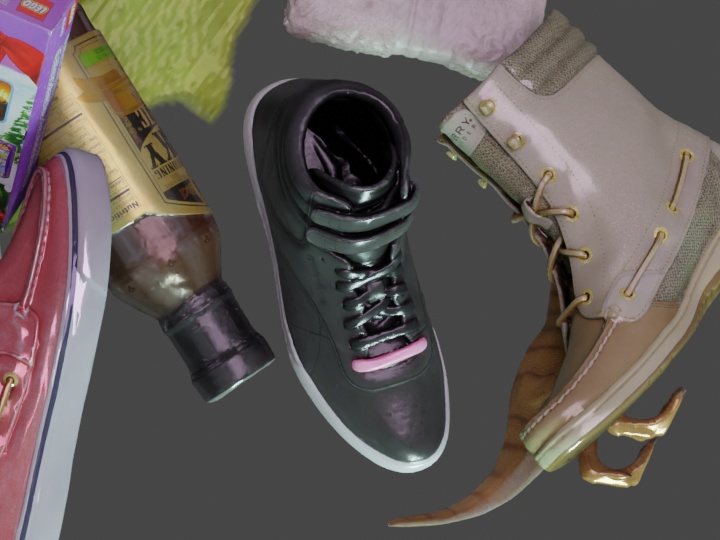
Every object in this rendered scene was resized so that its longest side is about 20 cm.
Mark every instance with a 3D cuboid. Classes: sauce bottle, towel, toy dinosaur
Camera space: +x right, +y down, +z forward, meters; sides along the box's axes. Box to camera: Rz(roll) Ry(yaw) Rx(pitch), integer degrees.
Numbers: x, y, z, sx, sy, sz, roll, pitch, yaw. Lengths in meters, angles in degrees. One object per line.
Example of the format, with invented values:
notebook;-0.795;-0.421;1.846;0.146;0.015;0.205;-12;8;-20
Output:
sauce bottle;-0.110;-0.031;1.314;0.065;0.065;0.201;-32;93;-13
towel;0.038;-0.200;1.376;0.132;0.034;0.201;11;83;-9
toy dinosaur;0.095;0.071;1.352;0.106;0.060;0.201;25;65;2

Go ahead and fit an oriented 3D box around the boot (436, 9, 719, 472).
boot;0.094;-0.017;1.305;0.154;0.072;0.200;40;60;-3

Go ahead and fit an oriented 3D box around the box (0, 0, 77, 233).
box;-0.233;-0.111;1.245;0.199;0.137;0.039;24;47;1

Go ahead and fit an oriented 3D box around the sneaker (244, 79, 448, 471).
sneaker;0.000;0.000;1.306;0.070;0.099;0.201;-18;89;-15

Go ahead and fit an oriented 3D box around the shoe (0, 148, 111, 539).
shoe;-0.173;0.039;1.243;0.090;0.071;0.202;10;89;-21
